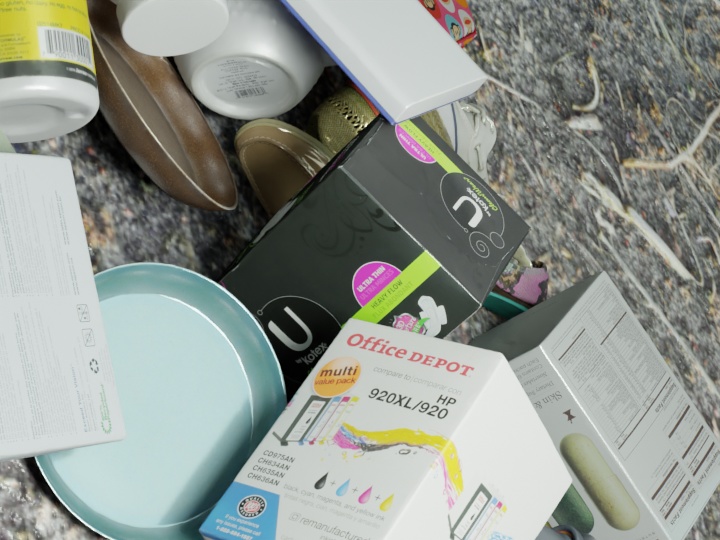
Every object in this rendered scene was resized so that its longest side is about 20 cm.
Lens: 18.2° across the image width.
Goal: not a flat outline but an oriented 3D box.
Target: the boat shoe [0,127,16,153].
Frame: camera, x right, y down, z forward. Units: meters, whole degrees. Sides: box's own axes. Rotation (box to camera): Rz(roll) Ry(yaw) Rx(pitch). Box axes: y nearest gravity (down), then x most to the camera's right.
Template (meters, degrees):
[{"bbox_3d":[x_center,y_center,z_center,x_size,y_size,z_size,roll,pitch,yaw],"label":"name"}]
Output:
[{"bbox_3d":[-0.271,-0.055,1.520,0.201,0.071,0.070,68,26,-22],"label":"boat shoe"}]

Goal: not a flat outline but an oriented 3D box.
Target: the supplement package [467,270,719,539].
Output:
[{"bbox_3d":[0.175,0.140,1.862,0.200,0.152,0.151,55,36,-6],"label":"supplement package"}]

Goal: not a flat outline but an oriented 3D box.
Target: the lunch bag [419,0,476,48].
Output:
[{"bbox_3d":[0.035,-0.238,1.995,0.176,0.082,0.200,59,21,0],"label":"lunch bag"}]

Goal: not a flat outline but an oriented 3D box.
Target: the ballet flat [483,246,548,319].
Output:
[{"bbox_3d":[0.099,-0.007,1.932,0.200,0.069,0.071,19,75,-51],"label":"ballet flat"}]

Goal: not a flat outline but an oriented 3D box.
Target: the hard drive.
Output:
[{"bbox_3d":[-0.005,-0.200,1.691,0.200,0.025,0.132,49,32,10],"label":"hard drive"}]

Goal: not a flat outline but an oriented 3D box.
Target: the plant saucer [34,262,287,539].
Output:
[{"bbox_3d":[-0.144,0.095,1.557,0.200,0.027,0.201,7,74,-28],"label":"plant saucer"}]

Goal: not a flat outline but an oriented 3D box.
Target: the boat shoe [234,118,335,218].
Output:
[{"bbox_3d":[-0.032,-0.036,1.803,0.200,0.071,0.065,48,36,-18],"label":"boat shoe"}]

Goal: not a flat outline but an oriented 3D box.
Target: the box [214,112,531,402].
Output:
[{"bbox_3d":[0.000,0.000,1.687,0.149,0.200,0.124,44,37,-5],"label":"box"}]

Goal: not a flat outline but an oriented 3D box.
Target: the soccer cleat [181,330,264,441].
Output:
[{"bbox_3d":[-0.081,0.122,1.645,0.200,0.070,0.086,47,52,-13],"label":"soccer cleat"}]

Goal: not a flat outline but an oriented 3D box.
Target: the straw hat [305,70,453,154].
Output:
[{"bbox_3d":[0.000,-0.107,1.870,0.085,0.201,0.201,-30,90,-14],"label":"straw hat"}]

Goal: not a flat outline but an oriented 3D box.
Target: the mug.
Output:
[{"bbox_3d":[-0.059,-0.217,1.799,0.148,0.199,0.176,80,12,-57],"label":"mug"}]

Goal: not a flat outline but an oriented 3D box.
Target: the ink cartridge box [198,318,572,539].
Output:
[{"bbox_3d":[0.021,0.161,1.562,0.200,0.147,0.145,-54,136,-26],"label":"ink cartridge box"}]

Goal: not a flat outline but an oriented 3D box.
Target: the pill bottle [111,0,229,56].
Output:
[{"bbox_3d":[-0.156,-0.268,1.709,0.109,0.109,0.201,16,52,-45],"label":"pill bottle"}]

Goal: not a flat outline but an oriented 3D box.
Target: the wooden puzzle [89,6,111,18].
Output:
[{"bbox_3d":[-0.264,-0.268,1.720,0.200,0.037,0.185,-33,93,-50],"label":"wooden puzzle"}]

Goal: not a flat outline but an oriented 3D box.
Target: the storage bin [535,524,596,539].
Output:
[{"bbox_3d":[0.078,0.260,1.661,0.134,0.145,0.200,38,41,-28],"label":"storage bin"}]

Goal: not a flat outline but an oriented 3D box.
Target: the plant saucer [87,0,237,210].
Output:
[{"bbox_3d":[-0.160,-0.123,1.690,0.200,0.032,0.200,54,12,-17],"label":"plant saucer"}]

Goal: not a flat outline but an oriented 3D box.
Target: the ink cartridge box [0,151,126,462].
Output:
[{"bbox_3d":[-0.232,0.022,1.426,0.200,0.040,0.200,2,75,-66],"label":"ink cartridge box"}]

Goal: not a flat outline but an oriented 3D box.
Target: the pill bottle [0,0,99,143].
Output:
[{"bbox_3d":[-0.251,-0.200,1.589,0.114,0.114,0.201,7,69,-49],"label":"pill bottle"}]

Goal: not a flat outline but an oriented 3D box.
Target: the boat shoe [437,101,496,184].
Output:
[{"bbox_3d":[0.080,-0.113,1.908,0.071,0.070,0.200,48,-16,34],"label":"boat shoe"}]
